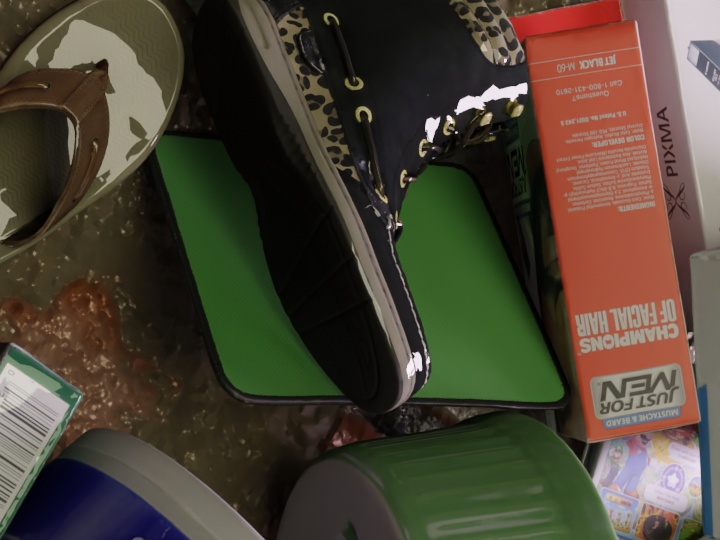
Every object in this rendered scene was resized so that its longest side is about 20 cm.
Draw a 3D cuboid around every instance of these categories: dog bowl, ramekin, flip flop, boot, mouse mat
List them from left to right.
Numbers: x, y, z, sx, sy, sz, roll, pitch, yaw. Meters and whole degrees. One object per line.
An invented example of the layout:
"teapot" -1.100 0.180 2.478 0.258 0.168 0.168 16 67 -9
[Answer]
"flip flop" -0.150 -0.052 0.819 0.200 0.057 0.081 -41 108 -26
"dog bowl" -0.079 0.168 0.779 0.079 0.199 0.201 -42 111 -25
"mouse mat" 0.000 0.000 0.892 0.199 0.008 0.162 5 49 -33
"boot" 0.024 -0.048 0.855 0.153 0.073 0.205 -16 77 -33
"ramekin" 0.033 0.169 0.862 0.097 0.200 0.202 -1 90 -26

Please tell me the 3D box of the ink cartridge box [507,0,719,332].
"ink cartridge box" 0.177 -0.062 1.050 0.175 0.045 0.202 -16 99 -34

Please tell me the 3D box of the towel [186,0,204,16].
"towel" -0.024 -0.182 0.917 0.171 0.048 0.201 -45 113 -23

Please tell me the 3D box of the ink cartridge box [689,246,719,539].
"ink cartridge box" 0.246 0.053 0.977 0.200 0.085 0.148 -10 98 -63

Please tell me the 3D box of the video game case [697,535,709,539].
"video game case" 0.221 0.206 0.953 0.180 0.199 0.036 -26 121 -26

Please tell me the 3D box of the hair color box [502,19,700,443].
"hair color box" 0.118 -0.018 0.953 0.063 0.111 0.202 -10 88 -5

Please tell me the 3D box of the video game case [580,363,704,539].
"video game case" 0.170 0.155 1.045 0.142 0.018 0.202 22 83 -32

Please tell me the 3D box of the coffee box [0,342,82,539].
"coffee box" -0.200 0.120 0.745 0.044 0.123 0.201 38 70 -28
